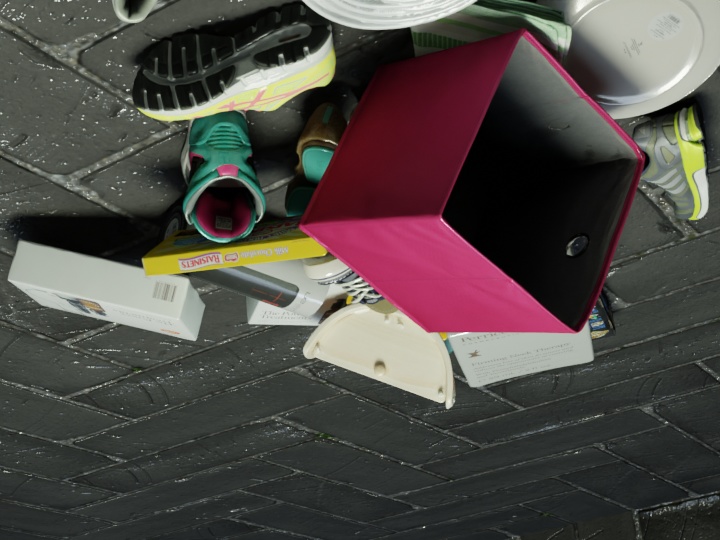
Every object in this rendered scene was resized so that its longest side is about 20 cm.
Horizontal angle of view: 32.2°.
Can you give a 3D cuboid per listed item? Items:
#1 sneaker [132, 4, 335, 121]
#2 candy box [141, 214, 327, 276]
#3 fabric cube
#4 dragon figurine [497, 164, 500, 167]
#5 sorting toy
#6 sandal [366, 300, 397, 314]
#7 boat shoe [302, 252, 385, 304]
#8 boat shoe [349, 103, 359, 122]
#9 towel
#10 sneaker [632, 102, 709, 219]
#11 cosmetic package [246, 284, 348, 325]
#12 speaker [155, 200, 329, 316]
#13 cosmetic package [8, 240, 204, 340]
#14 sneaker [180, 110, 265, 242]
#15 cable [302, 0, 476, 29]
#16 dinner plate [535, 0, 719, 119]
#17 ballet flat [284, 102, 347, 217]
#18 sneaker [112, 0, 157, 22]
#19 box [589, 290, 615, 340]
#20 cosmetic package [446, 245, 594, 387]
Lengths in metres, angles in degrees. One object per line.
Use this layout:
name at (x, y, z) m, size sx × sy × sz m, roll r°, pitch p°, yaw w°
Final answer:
sneaker at (-0.111, -0.172, 1.141) m, size 0.198 × 0.079 × 0.090 m, roll -12°, pitch 158°, yaw 11°
candy box at (-0.116, -0.029, 1.289) m, size 0.198 × 0.027 × 0.102 m, roll -7°, pitch -162°, yaw 16°
fabric cube at (0.104, -0.070, 1.142) m, size 0.200 × 0.198 × 0.198 m, roll 38°, pitch 155°, yaw -31°
dragon figurine at (0.200, -0.141, 1.297) m, size 0.099 × 0.059 × 0.200 m, roll 10°, pitch 140°, yaw -34°
sorting toy at (0.048, 0.099, 1.626) m, size 0.198 × 0.108 × 0.180 m, roll 19°, pitch 175°, yaw 11°
sandal at (0.004, -0.042, 1.476) m, size 0.077 × 0.070 × 0.212 m, roll -4°, pitch 138°, yaw 33°
boat shoe at (0.000, 0.000, 1.324) m, size 0.074 × 0.094 × 0.200 m, roll -10°, pitch -165°, yaw 22°
boat shoe at (0.019, -0.116, 1.306) m, size 0.064 × 0.073 × 0.200 m, roll -14°, pitch 160°, yaw 14°
towel at (0.118, -0.190, 1.154) m, size 0.151 × 0.024 × 0.200 m, roll 16°, pitch 160°, yaw 13°
sneaker at (0.347, -0.119, 1.393) m, size 0.080 × 0.075 × 0.200 m, roll -3°, pitch 151°, yaw 17°
cosmetic package at (-0.037, 0.022, 1.618) m, size 0.198 × 0.052 × 0.151 m, roll 2°, pitch 152°, yaw -16°
speaker at (-0.132, -0.012, 1.447) m, size 0.199 × 0.082 × 0.081 m, roll 21°, pitch 145°, yaw -30°
cosmetic package at (-0.289, 0.026, 1.448) m, size 0.198 × 0.052 × 0.151 m, roll 13°, pitch 170°, yaw 3°
sneaker at (-0.142, -0.079, 1.282) m, size 0.083 × 0.122 × 0.200 m, roll -3°, pitch 156°, yaw -7°
cable at (0.031, -0.269, 0.967) m, size 0.198 × 0.070 × 0.200 m, roll -6°, pitch 156°, yaw 1°
dinner plate at (0.246, -0.208, 1.146) m, size 0.198 × 0.024 × 0.201 m, roll -3°, pitch 139°, yaw -2°
ballet flat at (-0.041, -0.109, 1.299) m, size 0.067 × 0.073 × 0.200 m, roll 11°, pitch 155°, yaw 1°
sneaker at (-0.139, -0.259, 0.930) m, size 0.073 × 0.089 × 0.200 m, roll 8°, pitch 151°, yaw -25°
box at (0.253, 0.065, 1.783) m, size 0.198 × 0.050 × 0.199 m, roll -14°, pitch 155°, yaw 15°
cosmetic package at (0.182, 0.021, 1.519) m, size 0.166 × 0.168 × 0.200 m, roll -13°, pitch 155°, yaw 8°
